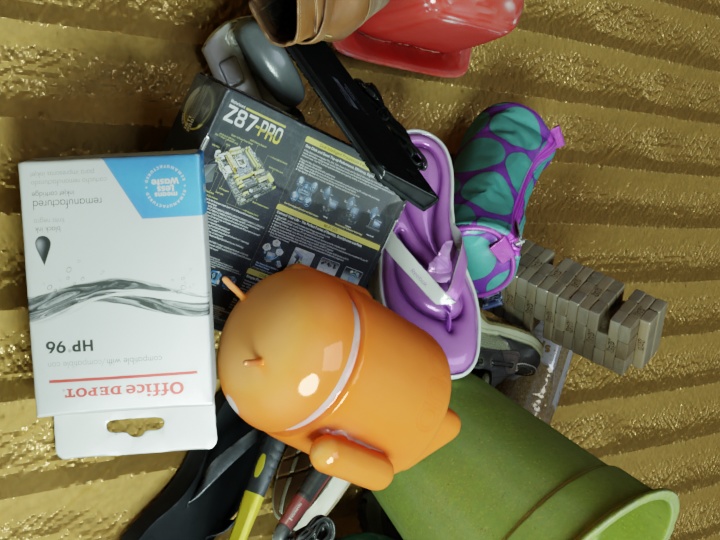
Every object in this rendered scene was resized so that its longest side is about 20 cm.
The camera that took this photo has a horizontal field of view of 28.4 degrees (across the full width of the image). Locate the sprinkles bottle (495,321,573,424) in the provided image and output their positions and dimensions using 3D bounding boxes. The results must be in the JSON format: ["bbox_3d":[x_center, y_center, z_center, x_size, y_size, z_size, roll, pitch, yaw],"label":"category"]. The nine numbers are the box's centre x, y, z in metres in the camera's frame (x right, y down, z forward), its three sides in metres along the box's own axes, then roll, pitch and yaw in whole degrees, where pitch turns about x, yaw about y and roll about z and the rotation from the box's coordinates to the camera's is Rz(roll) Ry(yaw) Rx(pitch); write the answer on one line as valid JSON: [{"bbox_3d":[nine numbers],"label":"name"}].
[{"bbox_3d":[0.161,0.101,1.355,0.068,0.068,0.202,43,59,-43],"label":"sprinkles bottle"}]

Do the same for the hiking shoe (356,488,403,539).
[{"bbox_3d":[0.082,0.162,1.233,0.076,0.100,0.201,56,52,-37],"label":"hiking shoe"}]

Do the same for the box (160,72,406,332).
[{"bbox_3d":[-0.068,-0.031,1.026,0.199,0.049,0.162,20,99,-44],"label":"box"}]

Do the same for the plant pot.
[{"bbox_3d":[0.106,0.180,1.082,0.199,0.190,0.201,-32,147,-23],"label":"plant pot"}]

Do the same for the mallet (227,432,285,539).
[{"bbox_3d":[-0.070,0.170,1.014,0.202,0.065,0.041,-64,147,-11],"label":"mallet"}]

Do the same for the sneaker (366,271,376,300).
[{"bbox_3d":[0.000,0.000,1.142,0.073,0.071,0.202,60,41,-53],"label":"sneaker"}]

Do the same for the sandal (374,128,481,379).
[{"bbox_3d":[0.050,-0.017,1.097,0.081,0.050,0.205,-5,73,-17],"label":"sandal"}]

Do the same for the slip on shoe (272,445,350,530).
[{"bbox_3d":[-0.005,0.127,1.148,0.061,0.075,0.201,48,49,-32],"label":"slip on shoe"}]

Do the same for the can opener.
[{"bbox_3d":[-0.057,-0.095,1.066,0.053,0.067,0.201,-29,115,-13],"label":"can opener"}]

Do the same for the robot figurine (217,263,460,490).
[{"bbox_3d":[-0.017,0.070,0.980,0.199,0.116,0.145,31,72,-40],"label":"robot figurine"}]

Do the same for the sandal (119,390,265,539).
[{"bbox_3d":[-0.103,0.161,1.049,0.201,0.043,0.076,-57,132,-32],"label":"sandal"}]

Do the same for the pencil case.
[{"bbox_3d":[0.114,-0.062,1.231,0.201,0.091,0.086,-67,142,-48],"label":"pencil case"}]

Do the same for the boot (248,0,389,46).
[{"bbox_3d":[-0.052,-0.262,1.032,0.155,0.076,0.202,-37,115,-56],"label":"boot"}]

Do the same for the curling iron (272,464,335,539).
[{"bbox_3d":[-0.016,0.143,1.061,0.050,0.025,0.201,55,41,-29],"label":"curling iron"}]

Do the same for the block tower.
[{"bbox_3d":[0.165,0.021,1.246,0.054,0.199,0.058,-40,144,-41],"label":"block tower"}]

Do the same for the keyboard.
[{"bbox_3d":[-0.002,-0.117,1.050,0.021,0.201,0.127,-44,145,18],"label":"keyboard"}]

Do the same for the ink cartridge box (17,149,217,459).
[{"bbox_3d":[-0.152,0.027,0.916,0.068,0.115,0.203,-126,-147,-82],"label":"ink cartridge box"}]

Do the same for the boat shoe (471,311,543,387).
[{"bbox_3d":[0.093,0.072,1.208,0.200,0.071,0.067,25,70,-56],"label":"boat shoe"}]

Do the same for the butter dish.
[{"bbox_3d":[0.080,-0.268,1.169,0.199,0.147,0.202,2,92,-51],"label":"butter dish"}]

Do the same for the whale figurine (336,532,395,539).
[{"bbox_3d":[-0.035,0.259,1.108,0.198,0.104,0.160,9,121,-31],"label":"whale figurine"}]
